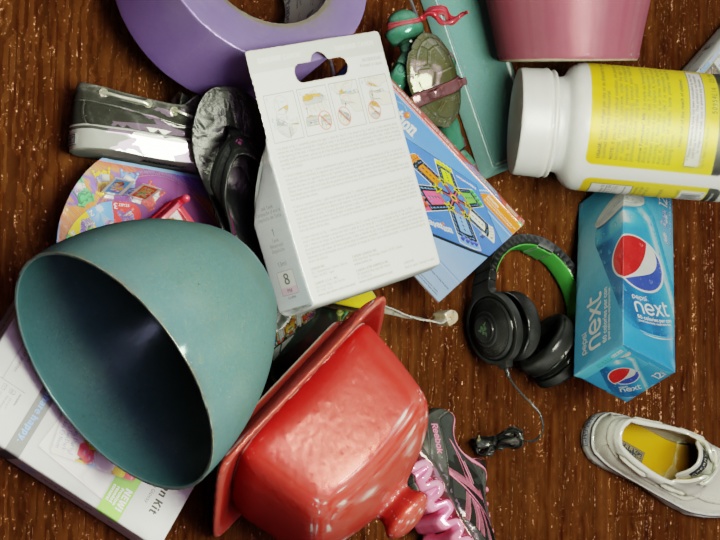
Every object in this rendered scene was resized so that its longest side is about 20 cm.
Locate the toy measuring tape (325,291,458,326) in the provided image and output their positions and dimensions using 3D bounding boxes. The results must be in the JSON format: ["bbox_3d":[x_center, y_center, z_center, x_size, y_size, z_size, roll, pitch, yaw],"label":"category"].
[{"bbox_3d":[0.000,0.000,1.406,0.198,0.073,0.074,11,80,-31],"label":"toy measuring tape"}]

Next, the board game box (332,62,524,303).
[{"bbox_3d":[0.034,-0.079,1.407,0.200,0.103,0.019,47,22,-2],"label":"board game box"}]

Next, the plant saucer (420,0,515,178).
[{"bbox_3d":[0.110,-0.190,1.530,0.069,0.019,0.202,-22,97,-27],"label":"plant saucer"}]

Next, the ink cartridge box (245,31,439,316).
[{"bbox_3d":[-0.024,-0.079,1.330,0.162,0.057,0.202,-17,88,-47],"label":"ink cartridge box"}]

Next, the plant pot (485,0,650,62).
[{"bbox_3d":[0.185,-0.277,1.486,0.198,0.200,0.181,-4,98,-28],"label":"plant pot"}]

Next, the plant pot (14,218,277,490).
[{"bbox_3d":[-0.138,0.041,1.231,0.135,0.199,0.201,-39,103,-37],"label":"plant pot"}]

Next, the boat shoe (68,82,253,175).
[{"bbox_3d":[-0.139,-0.115,1.364,0.198,0.071,0.064,8,83,-25],"label":"boat shoe"}]

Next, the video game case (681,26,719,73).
[{"bbox_3d":[0.425,-0.169,1.677,0.181,0.045,0.200,-46,106,-24],"label":"video game case"}]

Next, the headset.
[{"bbox_3d":[0.143,0.068,1.508,0.123,0.094,0.202,24,59,-28],"label":"headset"}]

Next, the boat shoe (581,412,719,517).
[{"bbox_3d":[0.305,0.183,1.570,0.199,0.070,0.072,27,74,-23],"label":"boat shoe"}]

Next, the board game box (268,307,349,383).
[{"bbox_3d":[-0.040,-0.007,1.433,0.105,0.023,0.200,46,68,-14],"label":"board game box"}]

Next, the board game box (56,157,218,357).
[{"bbox_3d":[-0.144,-0.008,1.333,0.198,0.039,0.160,9,74,-30],"label":"board game box"}]

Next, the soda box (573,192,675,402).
[{"bbox_3d":[0.240,0.012,1.509,0.064,0.068,0.201,26,49,-24],"label":"soda box"}]

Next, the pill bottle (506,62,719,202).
[{"bbox_3d":[0.235,-0.125,1.486,0.198,0.114,0.116,5,83,-3],"label":"pill bottle"}]

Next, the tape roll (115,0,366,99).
[{"bbox_3d":[-0.098,-0.245,1.362,0.198,0.085,0.202,13,65,-30],"label":"tape roll"}]

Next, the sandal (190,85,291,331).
[{"bbox_3d":[-0.085,-0.050,1.319,0.075,0.048,0.203,-11,90,-16],"label":"sandal"}]

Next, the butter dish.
[{"bbox_3d":[-0.011,0.152,1.319,0.147,0.200,0.200,38,66,12],"label":"butter dish"}]

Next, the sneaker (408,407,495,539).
[{"bbox_3d":[0.090,0.209,1.461,0.095,0.079,0.201,-37,104,-37],"label":"sneaker"}]

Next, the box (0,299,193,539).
[{"bbox_3d":[-0.207,0.104,1.326,0.199,0.041,0.157,38,69,-21],"label":"box"}]

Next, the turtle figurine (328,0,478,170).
[{"bbox_3d":[0.045,-0.151,1.446,0.149,0.100,0.202,-22,99,-31],"label":"turtle figurine"}]
